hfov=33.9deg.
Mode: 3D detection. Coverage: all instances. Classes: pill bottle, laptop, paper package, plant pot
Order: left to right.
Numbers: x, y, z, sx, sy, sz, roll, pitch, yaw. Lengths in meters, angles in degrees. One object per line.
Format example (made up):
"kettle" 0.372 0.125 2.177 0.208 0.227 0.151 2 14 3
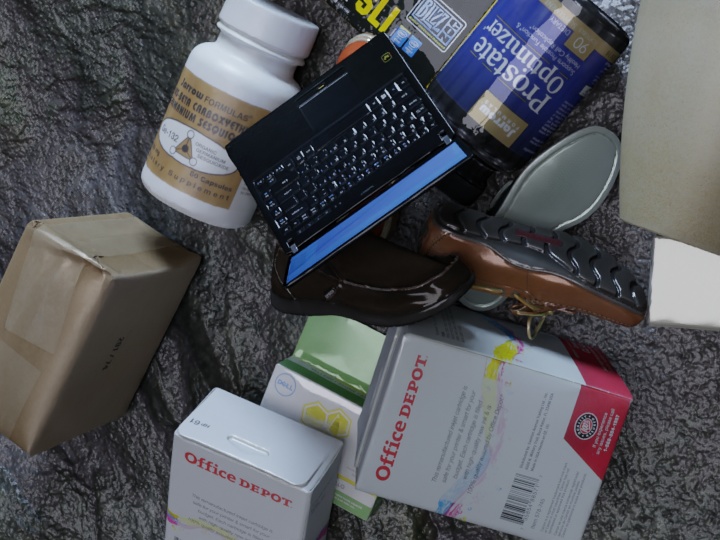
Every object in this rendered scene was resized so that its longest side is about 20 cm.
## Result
"paper package" -0.268 0.053 1.139 0.103 0.190 0.201 32 105 14
"pill bottle" -0.118 -0.152 1.103 0.114 0.114 0.201 28 105 12
"laptop" -0.018 -0.096 0.958 0.177 0.103 0.201 -34 65 6
"pill bottle" 0.127 -0.158 1.023 0.112 0.112 0.200 43 106 8
"plant pot" 0.281 -0.119 0.929 0.186 0.187 0.202 22 98 14

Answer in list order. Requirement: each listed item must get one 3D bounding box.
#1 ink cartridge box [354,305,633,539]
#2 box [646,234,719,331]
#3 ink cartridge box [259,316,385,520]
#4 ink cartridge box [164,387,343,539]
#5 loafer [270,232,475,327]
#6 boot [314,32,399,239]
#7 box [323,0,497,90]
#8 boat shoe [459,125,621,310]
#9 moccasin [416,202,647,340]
"ink cartridge box" 0.106 0.125 1.024 0.198 0.145 0.146 17 103 -4
"box" 0.346 0.012 0.998 0.198 0.068 0.083 6 99 18
"ink cartridge box" -0.013 0.118 1.142 0.145 0.048 0.201 26 107 14
"ink cartridge box" -0.106 0.232 1.133 0.144 0.085 0.201 21 125 15
"loafer" 0.000 0.000 0.991 0.199 0.073 0.072 -1 115 31
"boot" -0.009 -0.109 1.060 0.075 0.107 0.202 11 109 31
"box" 0.043 -0.286 1.069 0.200 0.049 0.160 43 109 8
"boat shoe" 0.152 -0.054 1.057 0.076 0.060 0.200 41 106 -12
"moccasin" 0.145 0.008 1.008 0.200 0.074 0.078 14 126 -2
